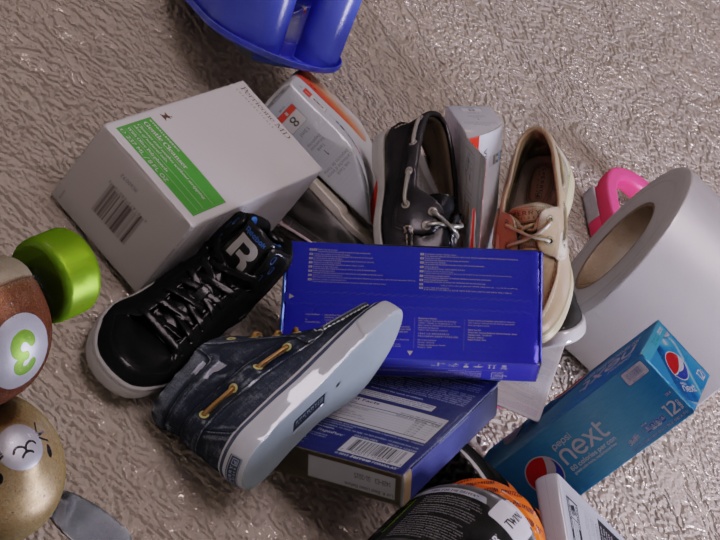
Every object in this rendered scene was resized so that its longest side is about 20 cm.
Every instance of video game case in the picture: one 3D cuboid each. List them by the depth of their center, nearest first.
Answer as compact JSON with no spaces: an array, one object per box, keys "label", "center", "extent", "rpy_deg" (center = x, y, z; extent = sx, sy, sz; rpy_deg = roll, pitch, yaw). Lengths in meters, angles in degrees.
[{"label":"video game case","center":[0.188,0.277,1.399],"extent":[0.182,0.023,0.201],"rpy_deg":[44,32,-49]}]

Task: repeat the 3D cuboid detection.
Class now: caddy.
[{"label":"caddy","center":[-0.087,-0.243,1.663],"extent":[0.141,0.105,0.200],"rpy_deg":[11,24,-34]}]

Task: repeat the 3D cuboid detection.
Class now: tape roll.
[{"label":"tape roll","center":[0.287,0.022,1.732],"extent":[0.139,0.203,0.203],"rpy_deg":[42,31,-9]}]

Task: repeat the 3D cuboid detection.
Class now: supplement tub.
[{"label":"supplement tub","center":[0.051,0.226,1.283],"extent":[0.123,0.123,0.200],"rpy_deg":[49,31,4]}]

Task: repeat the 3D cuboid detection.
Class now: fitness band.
[{"label":"fitness band","center":[0.305,-0.027,1.971],"extent":[0.143,0.037,0.201],"rpy_deg":[28,36,-28]}]

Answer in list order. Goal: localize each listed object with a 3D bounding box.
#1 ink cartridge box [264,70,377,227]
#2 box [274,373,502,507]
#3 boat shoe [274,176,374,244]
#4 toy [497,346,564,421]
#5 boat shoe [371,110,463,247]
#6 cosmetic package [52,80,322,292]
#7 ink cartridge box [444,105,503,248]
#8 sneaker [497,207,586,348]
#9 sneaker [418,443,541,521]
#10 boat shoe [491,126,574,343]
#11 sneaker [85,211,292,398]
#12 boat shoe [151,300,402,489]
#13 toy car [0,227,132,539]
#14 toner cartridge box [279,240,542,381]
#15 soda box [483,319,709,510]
[{"label":"ink cartridge box","center":[0.002,-0.090,1.610],"extent":[0.200,0.050,0.162],"rpy_deg":[40,10,-5]},{"label":"box","center":[0.023,0.110,1.395],"extent":[0.121,0.033,0.200],"rpy_deg":[13,26,25]},{"label":"boat shoe","center":[0.000,0.000,1.538],"extent":[0.200,0.057,0.067],"rpy_deg":[47,11,8]},{"label":"toy","center":[0.104,0.086,1.570],"extent":[0.115,0.047,0.200],"rpy_deg":[21,22,6]},{"label":"boat shoe","center":[0.054,-0.047,1.513],"extent":[0.074,0.060,0.201],"rpy_deg":[37,35,-36]},{"label":"cosmetic package","center":[-0.131,-0.069,1.439],"extent":[0.108,0.085,0.200],"rpy_deg":[47,32,7]},{"label":"ink cartridge box","center":[0.102,-0.042,1.570],"extent":[0.047,0.161,0.200],"rpy_deg":[1,17,-7]},{"label":"sneaker","center":[0.149,-0.003,1.598],"extent":[0.200,0.070,0.100],"rpy_deg":[-94,175,-71]},{"label":"sneaker","center":[0.111,0.203,1.442],"extent":[0.200,0.070,0.090],"rpy_deg":[52,25,1]},{"label":"boat shoe","center":[0.141,-0.030,1.539],"extent":[0.065,0.072,0.201],"rpy_deg":[65,30,-49]},{"label":"sneaker","center":[-0.116,0.012,1.335],"extent":[0.073,0.112,0.200],"rpy_deg":[44,30,3]},{"label":"boat shoe","center":[-0.057,0.067,1.326],"extent":[0.091,0.071,0.200],"rpy_deg":[33,48,20]},{"label":"toy car","center":[-0.215,0.103,1.092],"extent":[0.164,0.158,0.201],"rpy_deg":[-27,87,-46]},{"label":"toner cartridge box","center":[0.039,0.031,1.421],"extent":[0.199,0.043,0.095],"rpy_deg":[3,67,2]},{"label":"soda box","center":[0.179,0.129,1.472],"extent":[0.064,0.200,0.068],"rpy_deg":[47,31,-3]}]
